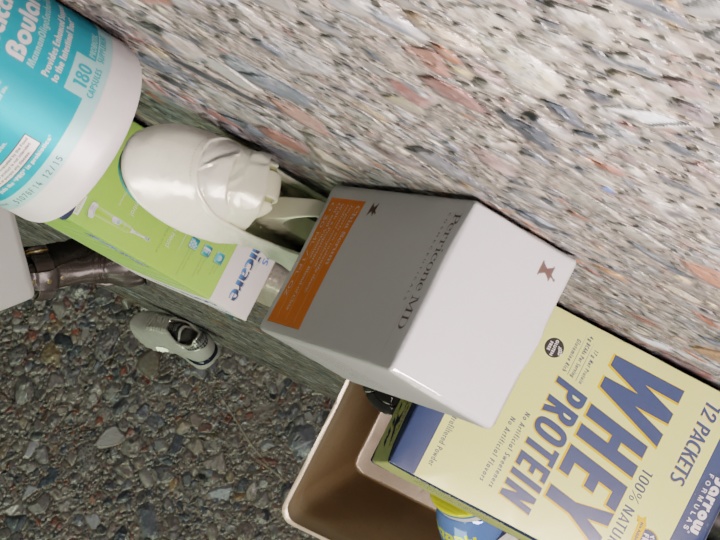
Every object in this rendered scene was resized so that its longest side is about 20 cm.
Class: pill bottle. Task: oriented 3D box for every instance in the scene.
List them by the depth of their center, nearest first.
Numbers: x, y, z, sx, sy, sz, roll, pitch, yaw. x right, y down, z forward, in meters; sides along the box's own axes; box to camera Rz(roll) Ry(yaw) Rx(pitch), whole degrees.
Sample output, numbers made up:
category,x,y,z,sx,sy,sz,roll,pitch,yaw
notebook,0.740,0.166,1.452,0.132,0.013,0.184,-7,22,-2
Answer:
category,x,y,z,sx,sy,sz,roll,pitch,yaw
pill bottle,-0.222,-0.115,1.037,0.200,0.111,0.111,30,173,-28

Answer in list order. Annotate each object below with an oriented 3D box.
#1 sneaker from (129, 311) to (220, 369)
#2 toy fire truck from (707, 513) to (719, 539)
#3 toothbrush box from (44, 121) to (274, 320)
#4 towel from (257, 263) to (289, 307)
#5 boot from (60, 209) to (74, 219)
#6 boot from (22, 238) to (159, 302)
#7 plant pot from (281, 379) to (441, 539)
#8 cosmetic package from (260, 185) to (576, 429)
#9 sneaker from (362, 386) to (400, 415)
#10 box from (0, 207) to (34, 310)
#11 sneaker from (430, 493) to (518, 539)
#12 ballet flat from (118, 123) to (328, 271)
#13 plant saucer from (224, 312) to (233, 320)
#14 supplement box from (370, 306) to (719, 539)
category,x,y,z,sx,sy,sz,roll,pitch,yaw
sneaker,-0.343,0.108,3.607,0.200,0.076,0.081,18,158,32
toy fire truck,0.324,0.292,1.764,0.129,0.176,0.200,26,174,2
toothbrush box,-0.172,-0.054,1.437,0.200,0.086,0.146,34,171,-41
towel,-0.061,0.021,1.823,0.132,0.035,0.200,25,174,0
boot,-0.255,-0.113,1.281,0.200,0.090,0.073,27,174,4
boot,-0.268,-0.014,1.786,0.174,0.069,0.200,-9,-170,-13
plant pot,0.070,0.158,1.751,0.200,0.200,0.177,27,-174,3
cosmetic package,0.026,0.015,1.104,0.071,0.102,0.200,30,172,-22
sneaker,0.109,0.087,1.591,0.200,0.076,0.088,15,-159,21
box,-0.399,-0.057,1.617,0.200,0.171,0.199,20,127,51
sneaker,0.136,0.171,1.590,0.074,0.200,0.082,28,132,46
ballet flat,-0.058,-0.042,1.217,0.069,0.070,0.200,21,175,45
plant saucer,-0.149,-0.011,1.814,0.070,0.019,0.200,56,177,19
supplement box,0.127,0.111,1.297,0.200,0.134,0.200,27,174,0
